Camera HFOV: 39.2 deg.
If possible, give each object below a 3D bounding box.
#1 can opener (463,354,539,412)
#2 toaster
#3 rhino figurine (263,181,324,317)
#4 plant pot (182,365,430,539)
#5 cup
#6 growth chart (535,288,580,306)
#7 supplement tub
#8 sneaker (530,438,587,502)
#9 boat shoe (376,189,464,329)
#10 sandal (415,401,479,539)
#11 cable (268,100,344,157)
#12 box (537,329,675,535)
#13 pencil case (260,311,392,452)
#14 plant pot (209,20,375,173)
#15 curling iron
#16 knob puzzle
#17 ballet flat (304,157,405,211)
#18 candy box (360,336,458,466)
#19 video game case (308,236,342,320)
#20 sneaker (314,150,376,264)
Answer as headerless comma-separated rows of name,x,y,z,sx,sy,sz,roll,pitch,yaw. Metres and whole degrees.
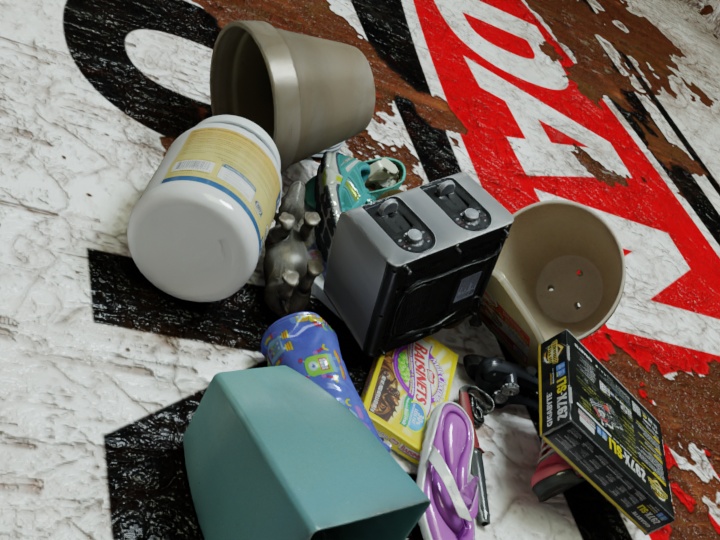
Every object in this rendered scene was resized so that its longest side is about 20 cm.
can opener,0.225,0.154,1.299,0.198,0.064,0.079,22,35,-22
toaster,0.065,-0.004,1.186,0.179,0.201,0.119,-20,56,-27
rhino figurine,-0.085,-0.032,1.202,0.059,0.088,0.202,12,47,-18
plant pot,-0.070,0.191,0.918,0.140,0.142,0.200,-2,42,-44
cup,0.286,0.016,1.439,0.201,0.200,0.143,52,10,23
growth chart,0.281,0.002,1.581,0.199,0.018,0.145,33,33,-7
supplement tub,-0.167,-0.076,1.139,0.144,0.145,0.201,29,34,-11
sneaker,0.242,0.215,1.222,0.199,0.073,0.087,-13,71,-60
boat shoe,0.084,-0.013,1.334,0.065,0.073,0.202,64,1,-76
sandal,0.100,0.223,1.082,0.082,0.050,0.204,27,44,-28
cable,-0.100,-0.256,1.493,0.198,0.069,0.201,21,36,-24
box,0.289,0.188,1.195,0.200,0.049,0.160,43,33,-21
pencil case,-0.036,0.138,1.058,0.086,0.078,0.201,-17,56,-17
plant pot,-0.080,-0.229,1.322,0.172,0.201,0.201,-11,54,-29
curling iron,0.139,0.210,1.182,0.049,0.026,0.201,23,36,-16
knob puzzle,0.186,0.043,1.304,0.220,0.030,0.220,51,-9,12
ballet flat,-0.004,-0.131,1.428,0.199,0.071,0.068,-16,62,-51
candy box,0.057,0.138,1.196,0.102,0.026,0.201,35,33,-9
video game case,0.000,0.000,1.319,0.143,0.018,0.200,42,33,7
sneaker,-0.015,-0.083,1.300,0.079,0.078,0.201,10,45,-11
